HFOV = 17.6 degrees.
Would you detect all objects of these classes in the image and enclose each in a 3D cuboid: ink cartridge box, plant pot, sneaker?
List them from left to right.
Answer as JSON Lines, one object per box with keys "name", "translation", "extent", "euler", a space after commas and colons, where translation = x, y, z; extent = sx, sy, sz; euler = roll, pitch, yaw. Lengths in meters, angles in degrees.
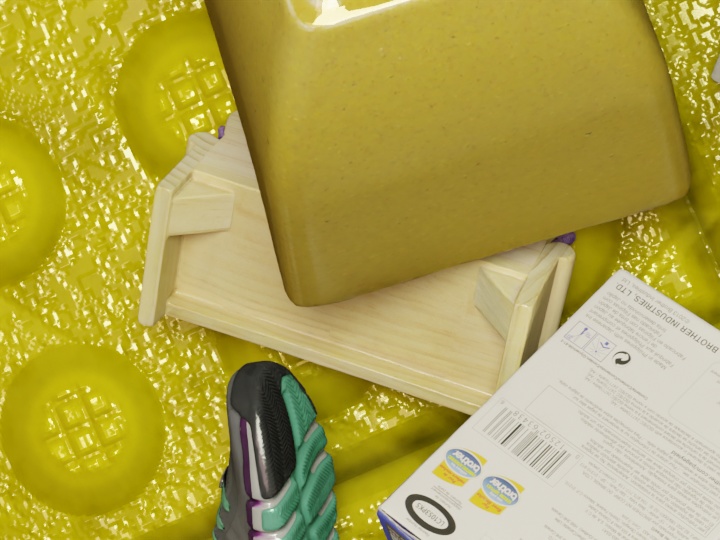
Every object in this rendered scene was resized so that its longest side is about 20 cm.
{"name": "sneaker", "translation": [-0.056, 0.140, 1.131], "extent": [0.087, 0.074, 0.200], "euler": [-3, 112, 22]}
{"name": "plant pot", "translation": [0.025, -0.128, 1.000], "extent": [0.194, 0.200, 0.196], "euler": [-17, 69, 0]}
{"name": "ink cartridge box", "translation": [0.104, 0.113, 1.042], "extent": [0.200, 0.076, 0.136], "euler": [-42, 54, -18]}

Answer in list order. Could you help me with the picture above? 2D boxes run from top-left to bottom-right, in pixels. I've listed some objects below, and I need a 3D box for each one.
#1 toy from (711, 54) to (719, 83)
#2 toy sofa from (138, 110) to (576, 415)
{"name": "toy", "translation": [0.233, -0.118, 1.020], "extent": [0.115, 0.200, 0.047], "euler": [30, 70, 9]}
{"name": "toy sofa", "translation": [0.000, 0.000, 1.130], "extent": [0.200, 0.098, 0.083], "euler": [17, 122, 11]}
